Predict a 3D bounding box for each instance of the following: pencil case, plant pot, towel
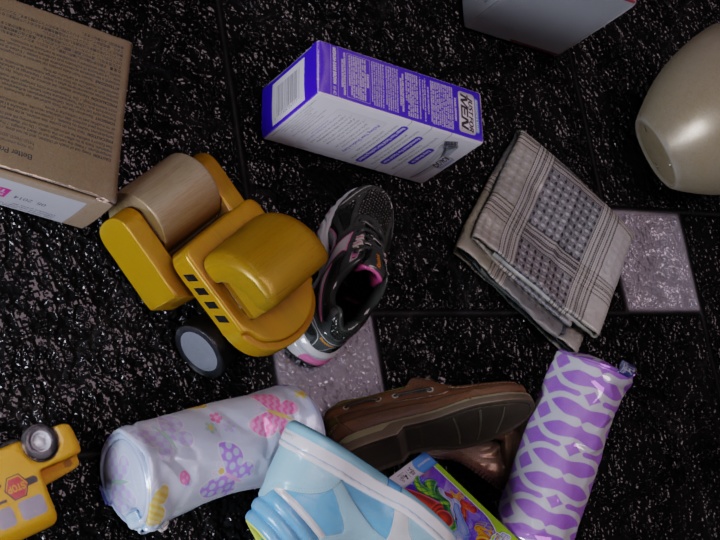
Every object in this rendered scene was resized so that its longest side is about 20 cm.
[{"bbox_3d":[0.195,0.173,1.428,0.085,0.084,0.202,25,87,-41],"label":"pencil case"},{"bbox_3d":[0.402,-0.167,1.756,0.134,0.200,0.201,-29,90,-4],"label":"plant pot"},{"bbox_3d":[-0.124,0.159,1.294,0.199,0.083,0.091,-13,66,-39],"label":"pencil case"},{"bbox_3d":[0.208,-0.032,1.641,0.192,0.034,0.201,41,54,-16],"label":"towel"}]

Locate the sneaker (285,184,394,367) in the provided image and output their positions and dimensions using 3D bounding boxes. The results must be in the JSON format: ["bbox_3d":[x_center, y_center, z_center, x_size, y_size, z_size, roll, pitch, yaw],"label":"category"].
[{"bbox_3d":[0.000,0.000,1.446,0.080,0.086,0.201,32,56,-23],"label":"sneaker"}]

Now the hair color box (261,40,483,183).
[{"bbox_3d":[0.013,-0.155,1.502,0.199,0.109,0.065,15,62,-31],"label":"hair color box"}]

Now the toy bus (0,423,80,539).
[{"bbox_3d":[-0.308,0.187,1.164,0.199,0.065,0.079,-22,86,-39],"label":"toy bus"}]

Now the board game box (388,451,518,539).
[{"bbox_3d":[0.037,0.267,1.356,0.134,0.045,0.199,41,47,20],"label":"board game box"}]

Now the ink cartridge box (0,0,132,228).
[{"bbox_3d":[-0.305,-0.145,1.292,0.199,0.075,0.166,17,64,-30],"label":"ink cartridge box"}]

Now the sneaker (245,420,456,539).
[{"bbox_3d":[-0.017,0.230,1.296,0.199,0.079,0.131,36,80,-23],"label":"sneaker"}]

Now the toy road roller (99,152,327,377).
[{"bbox_3d":[-0.118,-0.018,1.330,0.201,0.146,0.123,54,51,-6],"label":"toy road roller"}]

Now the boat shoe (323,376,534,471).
[{"bbox_3d":[0.063,0.130,1.410,0.198,0.072,0.068,-12,49,-13],"label":"boat shoe"}]

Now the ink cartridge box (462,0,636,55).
[{"bbox_3d":[0.207,-0.378,1.706,0.144,0.144,0.202,11,66,-31],"label":"ink cartridge box"}]

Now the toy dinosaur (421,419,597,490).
[{"bbox_3d":[0.165,0.186,1.496,0.199,0.086,0.137,-12,86,-32],"label":"toy dinosaur"}]
